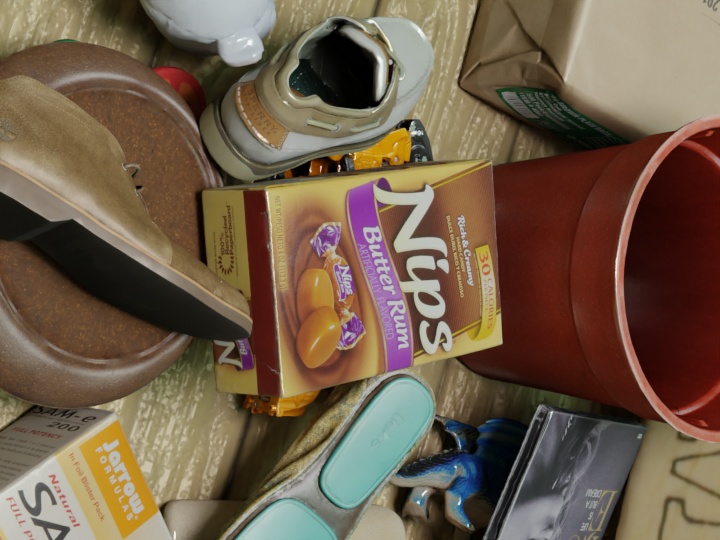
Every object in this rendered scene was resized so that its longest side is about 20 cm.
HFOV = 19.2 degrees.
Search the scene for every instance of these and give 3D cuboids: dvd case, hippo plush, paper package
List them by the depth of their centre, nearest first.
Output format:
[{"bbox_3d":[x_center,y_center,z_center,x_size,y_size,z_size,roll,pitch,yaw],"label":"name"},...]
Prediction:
[{"bbox_3d":[-0.047,-0.187,1.199,0.159,0.200,0.161,26,83,-4],"label":"hippo plush"},{"bbox_3d":[0.115,0.186,1.382,0.149,0.016,0.200,14,99,-58],"label":"dvd case"},{"bbox_3d":[0.189,-0.171,1.444,0.200,0.103,0.191,25,75,-39],"label":"paper package"}]

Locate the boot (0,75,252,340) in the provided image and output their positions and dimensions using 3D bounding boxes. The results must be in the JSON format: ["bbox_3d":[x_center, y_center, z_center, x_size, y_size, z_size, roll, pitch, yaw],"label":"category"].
[{"bbox_3d":[-0.125,-0.029,1.103,0.200,0.074,0.075,36,59,-32],"label":"boot"}]

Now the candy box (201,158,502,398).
[{"bbox_3d":[0.000,0.000,1.232,0.200,0.056,0.117,-11,99,-49],"label":"candy box"}]

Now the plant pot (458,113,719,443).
[{"bbox_3d":[0.161,0.002,1.364,0.201,0.195,0.201,-2,93,-40],"label":"plant pot"}]

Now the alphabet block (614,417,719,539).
[{"bbox_3d":[0.310,0.145,1.467,0.195,0.196,0.200,29,72,-54],"label":"alphabet block"}]

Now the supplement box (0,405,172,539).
[{"bbox_3d":[-0.199,0.175,1.143,0.200,0.074,0.126,-36,114,-34],"label":"supplement box"}]

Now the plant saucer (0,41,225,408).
[{"bbox_3d":[-0.144,-0.024,1.149,0.200,0.034,0.200,-2,93,-41],"label":"plant saucer"}]

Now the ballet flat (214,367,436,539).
[{"bbox_3d":[-0.033,0.136,1.249,0.200,0.071,0.071,-50,121,-14],"label":"ballet flat"}]

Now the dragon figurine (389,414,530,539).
[{"bbox_3d":[0.076,0.125,1.382,0.200,0.059,0.099,35,67,-40],"label":"dragon figurine"}]

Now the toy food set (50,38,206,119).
[{"bbox_3d":[-0.151,-0.028,1.196,0.198,0.049,0.200,-37,114,-33],"label":"toy food set"}]

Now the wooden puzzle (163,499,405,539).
[{"bbox_3d":[-0.045,0.242,1.293,0.185,0.046,0.200,7,87,-40],"label":"wooden puzzle"}]

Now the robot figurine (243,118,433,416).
[{"bbox_3d":[-0.018,-0.010,1.303,0.145,0.058,0.200,6,88,-41],"label":"robot figurine"}]

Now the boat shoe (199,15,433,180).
[{"bbox_3d":[-0.007,-0.109,1.230,0.075,0.068,0.200,54,39,-1],"label":"boat shoe"}]
